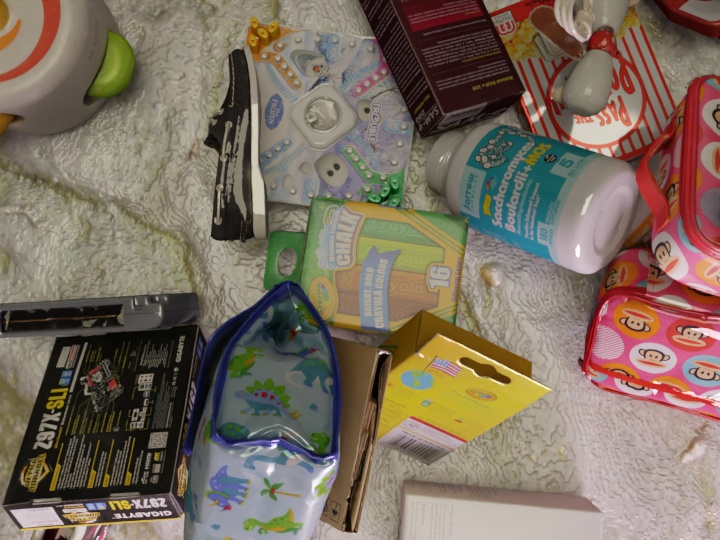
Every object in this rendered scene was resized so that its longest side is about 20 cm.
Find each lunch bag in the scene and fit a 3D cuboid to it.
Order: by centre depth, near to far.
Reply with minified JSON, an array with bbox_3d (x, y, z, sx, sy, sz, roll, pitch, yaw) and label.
[{"bbox_3d":[-0.085,0.131,0.717,0.127,0.201,0.171,13,126,-8],"label":"lunch bag"},{"bbox_3d":[0.332,-0.074,0.725,0.175,0.082,0.201,16,61,-2],"label":"lunch bag"},{"bbox_3d":[0.322,0.076,0.804,0.199,0.177,0.082,14,48,15],"label":"lunch bag"}]

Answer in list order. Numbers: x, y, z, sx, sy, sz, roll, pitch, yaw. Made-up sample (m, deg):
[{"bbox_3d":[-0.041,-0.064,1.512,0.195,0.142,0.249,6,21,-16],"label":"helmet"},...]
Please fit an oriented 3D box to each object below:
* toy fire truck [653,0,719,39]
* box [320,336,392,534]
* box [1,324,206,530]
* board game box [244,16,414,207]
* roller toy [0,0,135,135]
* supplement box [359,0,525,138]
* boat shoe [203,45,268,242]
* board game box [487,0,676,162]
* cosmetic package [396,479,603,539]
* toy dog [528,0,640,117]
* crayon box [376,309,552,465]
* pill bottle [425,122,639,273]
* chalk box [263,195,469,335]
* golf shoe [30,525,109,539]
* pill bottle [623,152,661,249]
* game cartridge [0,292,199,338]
[{"bbox_3d":[0.377,-0.347,0.865,0.168,0.112,0.200,35,87,28],"label":"toy fire truck"},{"bbox_3d":[-0.046,0.143,0.797,0.021,0.200,0.165,14,86,-32],"label":"box"},{"bbox_3d":[-0.241,0.147,0.807,0.159,0.050,0.201,-7,45,5],"label":"box"},{"bbox_3d":[-0.041,-0.168,0.883,0.199,0.026,0.201,8,79,3],"label":"board game box"},{"bbox_3d":[-0.358,-0.242,0.854,0.199,0.140,0.183,-27,85,0],"label":"roller toy"},{"bbox_3d":[0.077,-0.250,0.857,0.108,0.061,0.201,-19,81,-24],"label":"supplement box"},{"bbox_3d":[-0.128,-0.128,0.829,0.060,0.074,0.202,-4,87,-5],"label":"boat shoe"},{"bbox_3d":[0.236,-0.202,0.877,0.151,0.046,0.201,-22,86,0],"label":"board game box"},{"bbox_3d":[0.137,0.281,0.830,0.199,0.081,0.114,7,86,1],"label":"cosmetic package"},{"bbox_3d":[0.212,-0.248,0.807,0.132,0.096,0.200,54,54,-31],"label":"toy dog"},{"bbox_3d":[0.072,0.110,0.776,0.126,0.200,0.051,27,50,-17],"label":"crayon box"},{"bbox_3d":[0.161,-0.080,0.810,0.199,0.111,0.111,26,87,38],"label":"pill bottle"},{"bbox_3d":[0.000,0.000,0.832,0.199,0.124,0.126,7,85,2],"label":"chalk box"},{"bbox_3d":[-0.274,0.219,0.844,0.077,0.088,0.201,23,84,5],"label":"golf shoe"},{"bbox_3d":[0.363,-0.031,0.826,0.199,0.116,0.117,33,88,4],"label":"pill bottle"},{"bbox_3d":[-0.273,0.045,0.832,0.199,0.133,0.042,-3,85,7],"label":"game cartridge"}]
